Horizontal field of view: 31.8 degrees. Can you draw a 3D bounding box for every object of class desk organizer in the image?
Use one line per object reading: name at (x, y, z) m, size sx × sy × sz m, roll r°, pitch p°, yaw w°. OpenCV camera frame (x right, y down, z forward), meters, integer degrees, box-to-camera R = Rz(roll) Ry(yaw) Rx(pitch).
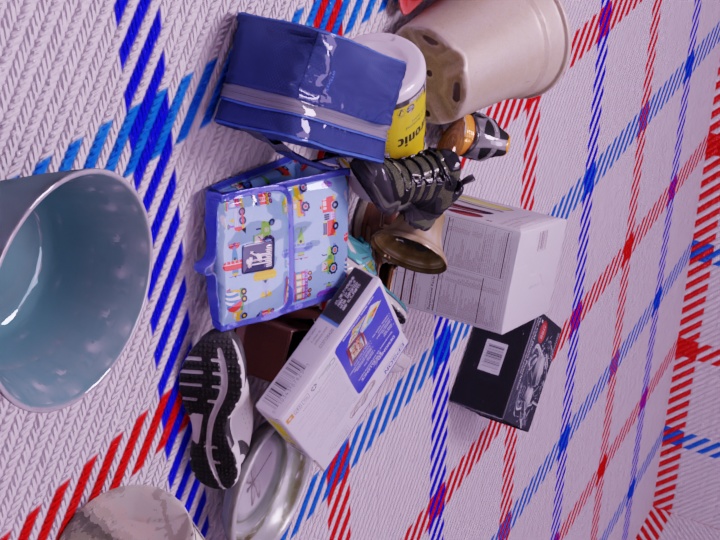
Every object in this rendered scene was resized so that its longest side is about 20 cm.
desk organizer at (-0.074, 0.089, 1.514) m, size 0.200 × 0.077 × 0.072 m, roll 1°, pitch 104°, yaw -64°

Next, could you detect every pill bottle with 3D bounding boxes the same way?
pill bottle at (0.023, -0.175, 1.505) m, size 0.112 × 0.111 × 0.201 m, roll -57°, pitch 160°, yaw -31°

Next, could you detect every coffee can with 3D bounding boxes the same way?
coffee can at (-0.210, 0.331, 1.300) m, size 0.147 × 0.146 × 0.201 m, roll -59°, pitch 151°, yaw -28°

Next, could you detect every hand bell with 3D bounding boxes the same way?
hand bell at (0.095, -0.107, 1.607) m, size 0.201 × 0.104 × 0.104 m, roll -68°, pitch 154°, yaw -19°

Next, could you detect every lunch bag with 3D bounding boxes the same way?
lunch bag at (-0.108, -0.030, 1.381) m, size 0.199 × 0.094 × 0.152 m, roll -22°, pitch 120°, yaw -47°
lunch bag at (-0.050, -0.177, 1.319) m, size 0.199 × 0.135 × 0.133 m, roll 9°, pitch 98°, yaw -53°

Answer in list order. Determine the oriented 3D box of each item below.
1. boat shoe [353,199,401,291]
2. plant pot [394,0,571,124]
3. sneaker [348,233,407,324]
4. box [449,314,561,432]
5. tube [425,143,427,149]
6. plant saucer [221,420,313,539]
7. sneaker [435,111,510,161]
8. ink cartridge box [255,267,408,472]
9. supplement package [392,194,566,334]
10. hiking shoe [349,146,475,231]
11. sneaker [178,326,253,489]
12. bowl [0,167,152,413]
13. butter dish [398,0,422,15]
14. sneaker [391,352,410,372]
boat shoe at (0.029, -0.028, 1.661) m, size 0.076 × 0.071 × 0.201 m, roll 2°, pitch 103°, yaw -64°
plant pot at (0.139, -0.284, 1.627) m, size 0.183 × 0.200 × 0.202 m, roll -35°, pitch 136°, yaw -38°
sneaker at (0.000, 0.000, 1.572) m, size 0.200 × 0.077 × 0.080 m, roll 48°, pitch 48°, yaw -36°
box at (0.258, 0.163, 2.208) m, size 0.182 × 0.104 × 0.201 m, roll 32°, pitch 77°, yaw -65°
tube at (0.049, -0.184, 1.617) m, size 0.200 × 0.052 × 0.058 m, roll 67°, pitch 1°, yaw -49°
plant saucer at (-0.121, 0.255, 1.540) m, size 0.200 × 0.050 × 0.201 m, roll -50°, pitch 150°, yaw -43°
sneaker at (0.153, -0.187, 1.749) m, size 0.200 × 0.077 × 0.079 m, roll -105°, pitch -151°, yaw -74°
ink cartridge box at (-0.027, 0.119, 1.480) m, size 0.198 × 0.047 × 0.200 m, roll -56°, pitch 158°, yaw -15°
supplement package at (0.156, -0.019, 1.779) m, size 0.191 × 0.199 × 0.148 m, roll -15°, pitch 118°, yaw -62°
hiking shoe at (0.061, -0.113, 1.452) m, size 0.101 × 0.076 × 0.200 m, roll -40°, pitch 157°, yaw 14°
sneaker at (-0.156, 0.143, 1.407) m, size 0.080 × 0.073 × 0.201 m, roll -61°, pitch 160°, yaw -57°
bowl at (-0.270, 0.004, 1.029) m, size 0.201 × 0.104 × 0.202 m, roll -41°, pitch 140°, yaw -48°
butter dish at (0.133, -0.432, 1.547) m, size 0.200 × 0.147 × 0.200 m, roll -51°, pitch 146°, yaw -39°
sneaker at (-0.005, 0.122, 1.702) m, size 0.089 × 0.075 × 0.200 m, roll -61°, pitch 149°, yaw 2°
